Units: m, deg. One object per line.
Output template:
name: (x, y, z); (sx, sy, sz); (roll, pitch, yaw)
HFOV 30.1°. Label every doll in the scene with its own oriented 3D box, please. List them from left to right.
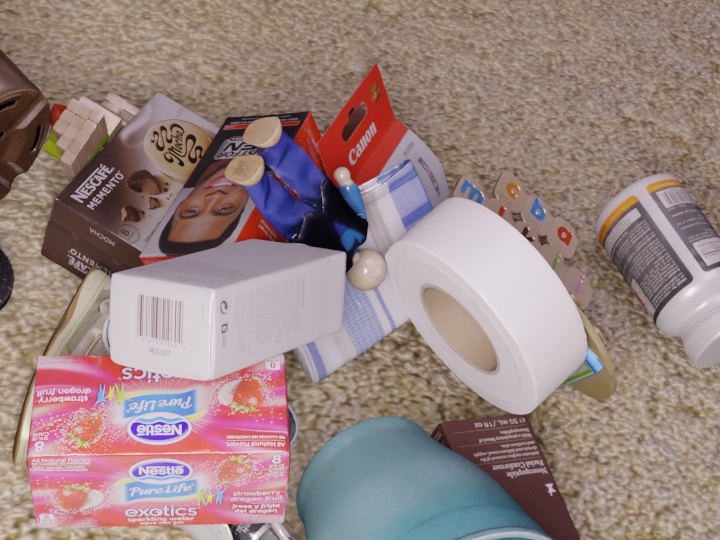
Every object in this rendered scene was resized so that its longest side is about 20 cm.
doll: (-0.043, -0.044, 1.212); (0.200, 0.048, 0.138); (44, 60, -39)

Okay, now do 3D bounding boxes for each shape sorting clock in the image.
shape sorting clock: (0.175, 0.043, 1.288); (0.039, 0.201, 0.200); (-39, 72, -16)

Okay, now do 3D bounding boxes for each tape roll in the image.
tape roll: (0.114, 0.033, 1.236); (0.071, 0.203, 0.202); (-39, 72, -17)

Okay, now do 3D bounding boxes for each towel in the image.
towel: (0.000, 0.000, 1.293); (0.199, 0.024, 0.148); (-32, 109, -20)

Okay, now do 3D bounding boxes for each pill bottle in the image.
pill bottle: (0.357, 0.000, 1.490); (0.115, 0.117, 0.201); (-11, 58, -32)

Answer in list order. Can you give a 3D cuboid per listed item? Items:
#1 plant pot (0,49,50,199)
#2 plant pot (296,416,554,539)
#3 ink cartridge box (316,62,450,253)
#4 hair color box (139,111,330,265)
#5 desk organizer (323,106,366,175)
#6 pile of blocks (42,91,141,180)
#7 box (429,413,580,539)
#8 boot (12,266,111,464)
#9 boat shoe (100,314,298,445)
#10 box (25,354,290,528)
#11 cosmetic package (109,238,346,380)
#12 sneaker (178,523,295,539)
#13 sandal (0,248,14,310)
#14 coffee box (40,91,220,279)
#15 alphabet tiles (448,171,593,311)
plant pot: (-0.401, -0.161, 1.214); (0.198, 0.201, 0.200); (38, 46, 13)
plant pot: (0.042, 0.228, 1.098); (0.197, 0.202, 0.188); (-3, 34, -27)
ink cartridge box: (0.033, -0.085, 1.370); (0.056, 0.202, 0.163); (4, 39, 25)
hair color box: (-0.113, -0.061, 1.249); (0.100, 0.062, 0.201); (-1, 44, 28)
desk organizer: (-0.022, -0.085, 1.421); (0.076, 0.072, 0.201); (31, 45, 0)
pile of blocks: (-0.272, -0.134, 1.321); (0.062, 0.083, 0.200); (31, 10, 3)
box: (0.132, 0.234, 1.214); (0.099, 0.075, 0.202); (-3, 55, -28)
boot: (-0.206, 0.105, 1.172); (0.153, 0.072, 0.202); (26, 49, -9)
boat shoe: (-0.130, 0.098, 1.131); (0.199, 0.071, 0.073); (33, 69, -21)
box: (-0.155, 0.132, 1.045); (0.197, 0.096, 0.101); (0, 46, -7)
cosmetic package: (-0.100, 0.027, 1.065); (0.100, 0.075, 0.199); (9, 12, 29)
sneaker: (-0.120, 0.191, 1.106); (0.199, 0.081, 0.077); (40, 70, 5)
sandal: (-0.371, -0.013, 1.222); (0.074, 0.045, 0.200); (-4, 39, -34)
coffee box: (-0.209, -0.071, 1.314); (0.112, 0.080, 0.201); (31, 45, 3)
alphabet tiles: (0.167, -0.012, 1.447); (0.199, 0.015, 0.197); (39, 47, -11)
